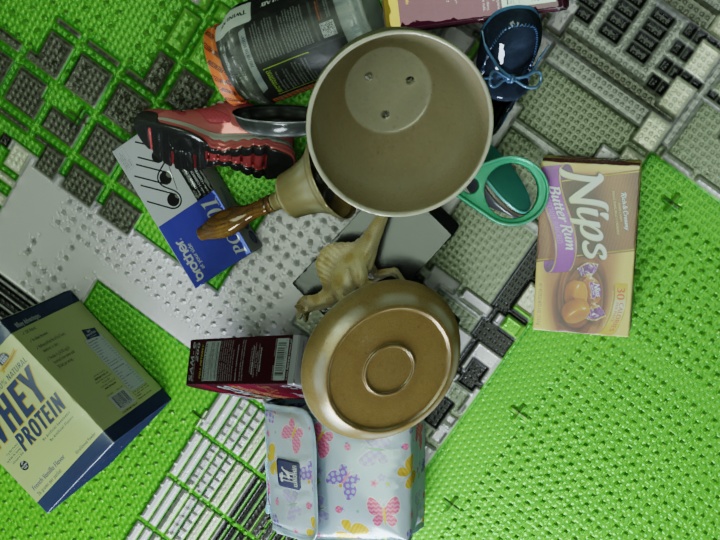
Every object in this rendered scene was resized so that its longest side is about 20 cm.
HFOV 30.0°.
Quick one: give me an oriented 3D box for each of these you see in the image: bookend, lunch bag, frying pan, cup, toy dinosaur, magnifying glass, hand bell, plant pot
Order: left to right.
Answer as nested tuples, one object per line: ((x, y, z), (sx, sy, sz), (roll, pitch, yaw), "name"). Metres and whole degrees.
((-0.112, -0.076, 1.604), (0.198, 0.104, 0.105), (-22, 96, 26), "hand bell")
((-0.068, -0.183, 1.587), (0.114, 0.189, 0.031), (15, 111, 38), "frying pan")
((-0.025, 0.246, 1.660), (0.197, 0.127, 0.172), (2, 96, 16), "lunch bag")
((0.000, 0.000, 1.542), (0.101, 0.058, 0.201), (39, 105, 2), "toy dinosaur")
((0.029, 0.108, 1.528), (0.197, 0.027, 0.203), (-9, 115, -19), "plant pot")
((0.037, -0.178, 1.465), (0.197, 0.144, 0.203), (-2, 113, -4), "cup")
((0.060, 0.007, 1.610), (0.199, 0.092, 0.200), (44, 106, 0), "bookend")
((0.117, -0.098, 1.532), (0.197, 0.022, 0.081), (8, 93, -1), "magnifying glass")

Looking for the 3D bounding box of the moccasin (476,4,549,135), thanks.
((0.166, -0.216, 1.493), (0.079, 0.201, 0.069), (-1, 66, -1), "moccasin")

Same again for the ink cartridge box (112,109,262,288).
((-0.216, -0.090, 1.678), (0.093, 0.044, 0.202), (-30, 94, 18), "ink cartridge box")

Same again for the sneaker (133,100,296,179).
((-0.173, -0.169, 1.627), (0.197, 0.088, 0.074), (11, 144, -5), "sneaker")

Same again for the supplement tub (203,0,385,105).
((-0.075, -0.271, 1.569), (0.198, 0.123, 0.124), (-18, 97, 15), "supplement tub")

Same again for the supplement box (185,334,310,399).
((-0.106, 0.118, 1.613), (0.198, 0.108, 0.062), (-5, 74, 45), "supplement box")

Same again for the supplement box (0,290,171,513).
((-0.378, 0.157, 1.684), (0.200, 0.200, 0.134), (46, 106, 2), "supplement box")

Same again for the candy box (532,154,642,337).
((0.265, -0.030, 1.574), (0.115, 0.056, 0.203), (5, 103, 13), "candy box")

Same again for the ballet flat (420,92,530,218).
((0.121, -0.135, 1.586), (0.073, 0.073, 0.201), (-36, 97, 17), "ballet flat")

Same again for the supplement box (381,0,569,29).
((0.128, -0.329, 1.506), (0.197, 0.131, 0.105), (-5, 99, 13), "supplement box")
